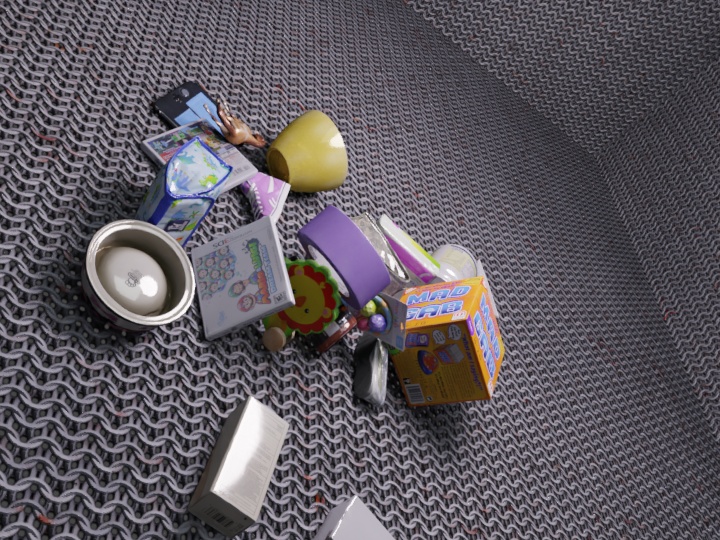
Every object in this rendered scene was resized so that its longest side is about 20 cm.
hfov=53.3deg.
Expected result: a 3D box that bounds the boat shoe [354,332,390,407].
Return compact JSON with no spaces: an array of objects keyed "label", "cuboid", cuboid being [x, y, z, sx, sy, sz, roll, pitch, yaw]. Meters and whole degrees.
[{"label":"boat shoe","cuboid":[0.032,0.203,1.575,0.065,0.074,0.204,40,35,-29]}]

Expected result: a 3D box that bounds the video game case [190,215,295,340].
[{"label":"video game case","cuboid":[-0.228,0.012,1.366,0.024,0.179,0.203,56,14,-59]}]

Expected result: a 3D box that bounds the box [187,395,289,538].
[{"label":"box","cuboid":[-0.196,0.318,1.179,0.095,0.078,0.201,39,34,-15]}]

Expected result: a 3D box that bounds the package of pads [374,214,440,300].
[{"label":"package of pads","cuboid":[0.076,-0.016,1.764,0.199,0.154,0.069,40,31,-12]}]

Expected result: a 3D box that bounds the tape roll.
[{"label":"tape roll","cuboid":[-0.034,-0.024,1.429,0.200,0.085,0.200,48,-11,12]}]

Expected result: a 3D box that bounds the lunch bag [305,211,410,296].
[{"label":"lunch bag","cuboid":[0.000,0.000,1.649,0.201,0.164,0.117,52,28,5]}]

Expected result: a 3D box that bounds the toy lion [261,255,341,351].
[{"label":"toy lion","cuboid":[-0.142,0.046,1.403,0.201,0.191,0.069,50,19,3]}]

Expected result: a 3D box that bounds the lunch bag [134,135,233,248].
[{"label":"lunch bag","cuboid":[-0.351,-0.132,1.360,0.127,0.170,0.201,40,33,-7]}]

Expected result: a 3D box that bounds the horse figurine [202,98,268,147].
[{"label":"horse figurine","cuboid":[-0.293,-0.335,1.658,0.133,0.050,0.200,52,9,-1]}]

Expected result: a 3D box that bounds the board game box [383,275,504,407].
[{"label":"board game box","cuboid":[0.195,0.160,1.625,0.200,0.197,0.203,-53,128,-57]}]

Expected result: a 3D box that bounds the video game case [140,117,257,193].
[{"label":"video game case","cuboid":[-0.348,-0.242,1.564,0.182,0.023,0.200,44,41,6]}]

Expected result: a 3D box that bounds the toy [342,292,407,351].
[{"label":"toy","cuboid":[0.009,0.093,1.538,0.198,0.117,0.047,27,38,36]}]

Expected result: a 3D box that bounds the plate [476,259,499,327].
[{"label":"plate","cuboid":[0.347,0.105,1.996,0.201,0.032,0.202,73,5,-52]}]

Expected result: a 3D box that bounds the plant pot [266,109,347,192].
[{"label":"plant pot","cuboid":[-0.146,-0.273,1.754,0.141,0.200,0.202,-27,77,-31]}]

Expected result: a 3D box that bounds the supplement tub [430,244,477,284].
[{"label":"supplement tub","cuboid":[0.221,0.029,1.899,0.145,0.145,0.200,48,33,-1]}]

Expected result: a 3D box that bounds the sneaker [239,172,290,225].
[{"label":"sneaker","cuboid":[-0.233,-0.150,1.622,0.113,0.073,0.202,27,35,-14]}]

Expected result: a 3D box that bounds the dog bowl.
[{"label":"dog bowl","cuboid":[-0.389,0.017,1.237,0.198,0.073,0.203,26,48,-31]}]

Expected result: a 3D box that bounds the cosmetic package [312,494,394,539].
[{"label":"cosmetic package","cuboid":[0.012,0.508,1.238,0.200,0.081,0.113,49,33,0]}]

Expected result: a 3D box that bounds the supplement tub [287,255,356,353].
[{"label":"supplement tub","cuboid":[-0.104,0.067,1.511,0.201,0.107,0.107,51,33,2]}]

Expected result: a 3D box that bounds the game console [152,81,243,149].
[{"label":"game console","cuboid":[-0.369,-0.345,1.677,0.200,0.031,0.177,44,33,-9]}]
